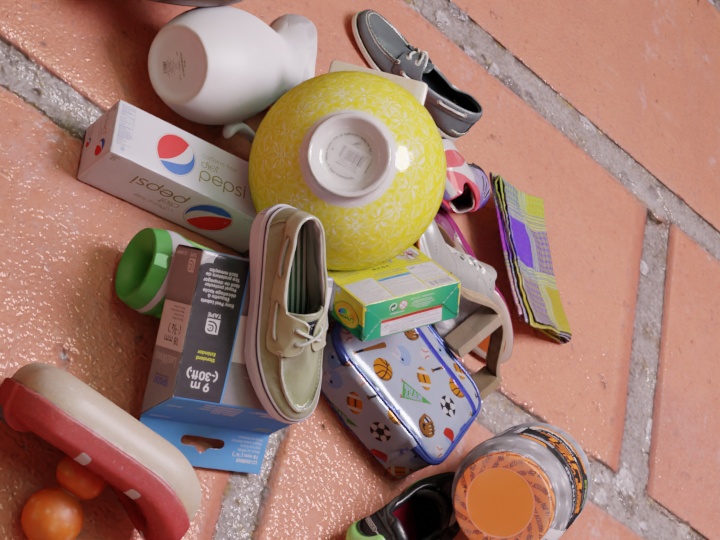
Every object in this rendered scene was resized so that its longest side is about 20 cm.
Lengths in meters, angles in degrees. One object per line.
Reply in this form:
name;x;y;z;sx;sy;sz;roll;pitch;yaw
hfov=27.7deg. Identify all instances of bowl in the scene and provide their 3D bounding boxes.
bowl;-0.012;-0.102;1.405;0.199;0.108;0.201;0;86;-2

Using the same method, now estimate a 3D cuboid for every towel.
towel;0.209;-0.013;1.770;0.144;0.023;0.201;25;51;-56

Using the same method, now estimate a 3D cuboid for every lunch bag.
lunch bag;0.035;0.105;1.540;0.200;0.075;0.160;54;41;-7

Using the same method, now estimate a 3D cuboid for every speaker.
speaker;-0.133;0.027;1.413;0.200;0.088;0.089;24;53;-33

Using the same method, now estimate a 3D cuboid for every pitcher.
pitcher;-0.124;-0.190;1.532;0.200;0.121;0.172;-10;90;-57

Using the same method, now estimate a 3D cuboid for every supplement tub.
supplement tub;0.163;0.223;1.482;0.123;0.122;0.200;66;15;6

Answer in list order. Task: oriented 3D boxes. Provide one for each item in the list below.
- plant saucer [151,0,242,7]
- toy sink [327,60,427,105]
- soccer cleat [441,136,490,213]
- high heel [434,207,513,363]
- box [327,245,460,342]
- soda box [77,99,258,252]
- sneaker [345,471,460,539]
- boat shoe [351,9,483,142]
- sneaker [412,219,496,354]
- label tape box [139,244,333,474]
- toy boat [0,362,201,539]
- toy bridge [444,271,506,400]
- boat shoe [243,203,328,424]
plant saucer;-0.195;-0.309;1.506;0.200;0.032;0.200;10;24;-5
toy sink;-0.001;-0.132;1.560;0.112;0.200;0.131;14;86;0
soccer cleat;0.113;-0.090;1.677;0.073;0.068;0.200;64;10;20
high heel;0.121;0.011;1.690;0.096;0.067;0.200;-95;160;-71
box;0.000;0.000;1.499;0.117;0.048;0.200;-13;33;-27
soda box;-0.176;-0.091;1.451;0.200;0.068;0.064;26;54;-31
sneaker;0.067;0.252;1.472;0.200;0.084;0.077;-23;84;-57
boat shoe;0.072;-0.246;1.772;0.200;0.062;0.073;48;44;-12
sneaker;0.099;0.000;1.584;0.076;0.092;0.200;54;-12;44
label tape box;-0.116;0.089;1.342;0.144;0.063;0.201;12;89;-33
toy boat;-0.235;0.177;1.233;0.200;0.130;0.131;39;77;-20
toy bridge;0.123;0.063;1.580;0.067;0.027;0.200;-38;139;-10
boat shoe;-0.062;0.042;1.296;0.072;0.062;0.201;-12;103;-33
